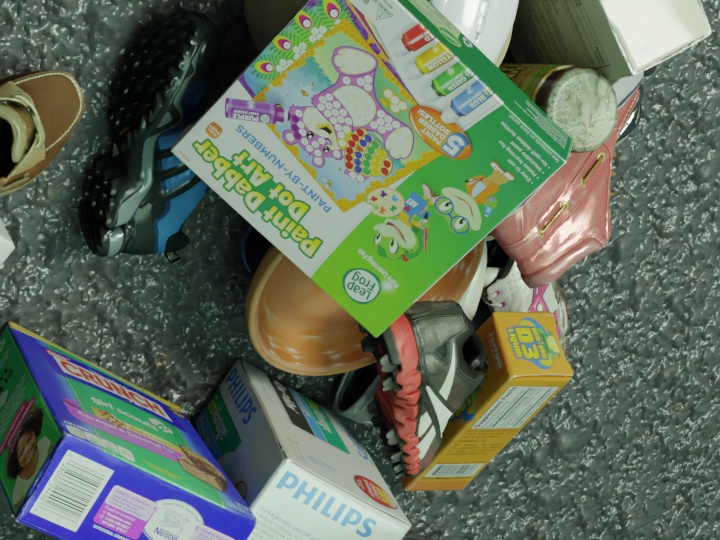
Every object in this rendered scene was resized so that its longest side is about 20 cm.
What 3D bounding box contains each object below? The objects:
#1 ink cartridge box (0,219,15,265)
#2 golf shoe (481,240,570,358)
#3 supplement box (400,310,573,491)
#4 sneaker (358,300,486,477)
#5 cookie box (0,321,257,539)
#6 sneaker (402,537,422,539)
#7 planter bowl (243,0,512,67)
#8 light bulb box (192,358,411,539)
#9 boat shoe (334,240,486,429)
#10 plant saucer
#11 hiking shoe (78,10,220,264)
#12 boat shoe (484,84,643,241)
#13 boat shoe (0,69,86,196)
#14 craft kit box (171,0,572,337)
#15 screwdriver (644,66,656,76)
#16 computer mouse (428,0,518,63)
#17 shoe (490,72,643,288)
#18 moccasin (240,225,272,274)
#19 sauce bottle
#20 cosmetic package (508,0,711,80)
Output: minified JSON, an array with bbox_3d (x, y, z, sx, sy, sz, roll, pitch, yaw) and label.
[{"bbox_3d":[-0.359,0.005,1.164,0.200,0.084,0.145,-49,128,3],"label":"ink cartridge box"},{"bbox_3d":[0.133,0.020,1.452,0.091,0.073,0.202,-2,107,-20],"label":"golf shoe"},{"bbox_3d":[0.098,0.113,1.428,0.068,0.067,0.200,4,144,-30],"label":"supplement box"},{"bbox_3d":[0.056,0.094,1.362,0.097,0.071,0.201,-19,141,-12],"label":"sneaker"},{"bbox_3d":[-0.188,0.137,1.247,0.171,0.200,0.076,30,96,-31],"label":"cookie box"},{"bbox_3d":[0.019,0.250,1.493,0.198,0.076,0.114,0,137,-25],"label":"sneaker"},{"bbox_3d":[0.030,-0.192,1.231,0.199,0.135,0.202,-12,120,-21],"label":"planter bowl"},{"bbox_3d":[-0.086,0.211,1.344,0.124,0.198,0.201,32,98,-23],"label":"light bulb box"},{"bbox_3d":[0.037,0.043,1.416,0.068,0.072,0.201,12,120,-35],"label":"boat shoe"},{"bbox_3d":[0.000,0.000,1.304,0.199,0.038,0.201,-19,142,-15],"label":"plant saucer"},{"bbox_3d":[-0.139,-0.099,1.242,0.086,0.075,0.201,6,124,-37],"label":"hiking shoe"},{"bbox_3d":[0.150,-0.094,1.381,0.199,0.075,0.062,-30,167,-12],"label":"boat shoe"},{"bbox_3d":[-0.243,-0.083,1.126,0.076,0.073,0.200,62,38,-14],"label":"boat shoe"},{"bbox_3d":[0.006,-0.085,1.153,0.200,0.049,0.197,42,121,-9],"label":"craft kit box"},{"bbox_3d":[0.156,-0.183,1.386,0.198,0.029,0.028,7,114,-22],"label":"screwdriver"},{"bbox_3d":[0.082,-0.189,1.150,0.109,0.044,0.201,11,109,-32],"label":"computer mouse"},{"bbox_3d":[0.168,-0.078,1.317,0.200,0.071,0.091,-46,114,-28],"label":"shoe"},{"bbox_3d":[0.004,-0.039,1.347,0.199,0.068,0.081,-34,127,-8],"label":"moccasin"},{"bbox_3d":[0.115,-0.124,1.277,0.064,0.200,0.065,-3,98,-26],"label":"sauce bottle"},{"bbox_3d":[0.170,-0.196,1.255,0.071,0.200,0.106,-28,100,-13],"label":"cosmetic package"}]
